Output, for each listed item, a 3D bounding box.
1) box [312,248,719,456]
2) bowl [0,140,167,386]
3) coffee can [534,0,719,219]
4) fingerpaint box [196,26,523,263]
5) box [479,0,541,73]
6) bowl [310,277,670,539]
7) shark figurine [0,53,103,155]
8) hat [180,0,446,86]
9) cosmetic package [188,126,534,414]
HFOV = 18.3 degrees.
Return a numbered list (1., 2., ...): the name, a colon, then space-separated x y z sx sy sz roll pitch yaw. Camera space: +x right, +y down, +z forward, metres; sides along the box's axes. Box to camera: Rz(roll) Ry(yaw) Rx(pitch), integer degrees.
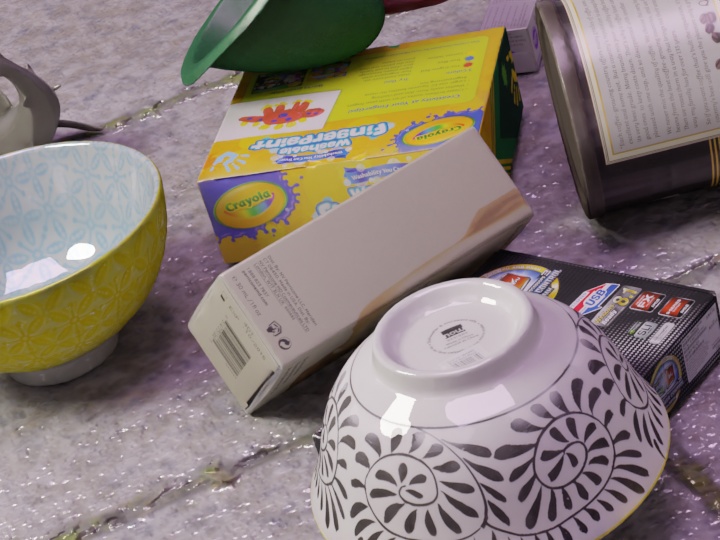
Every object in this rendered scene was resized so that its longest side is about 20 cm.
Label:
1. box: 0.095 0.070 1.303 0.160 0.044 0.200 13 42 38
2. bowl: -0.213 0.011 1.475 0.200 0.108 0.200 -11 32 7
3. coffee can: 0.228 -0.128 1.459 0.200 0.147 0.146 -14 31 3
4. fingerpaint box: 0.005 -0.088 1.566 0.200 0.073 0.167 -8 31 15
5. box: 0.131 -0.218 1.750 0.041 0.039 0.200 -6 32 18
6. bowl: 0.058 0.067 1.195 0.200 0.094 0.201 -13 32 8
7. shark figurine: -0.262 -0.105 1.692 0.128 0.214 0.090 13 74 -6
8. hat: -0.003 -0.163 1.607 0.200 0.176 0.166 -45 17 31
9. cosmetic package: 0.000 0.000 1.389 0.200 0.071 0.105 -31 -9 -23
